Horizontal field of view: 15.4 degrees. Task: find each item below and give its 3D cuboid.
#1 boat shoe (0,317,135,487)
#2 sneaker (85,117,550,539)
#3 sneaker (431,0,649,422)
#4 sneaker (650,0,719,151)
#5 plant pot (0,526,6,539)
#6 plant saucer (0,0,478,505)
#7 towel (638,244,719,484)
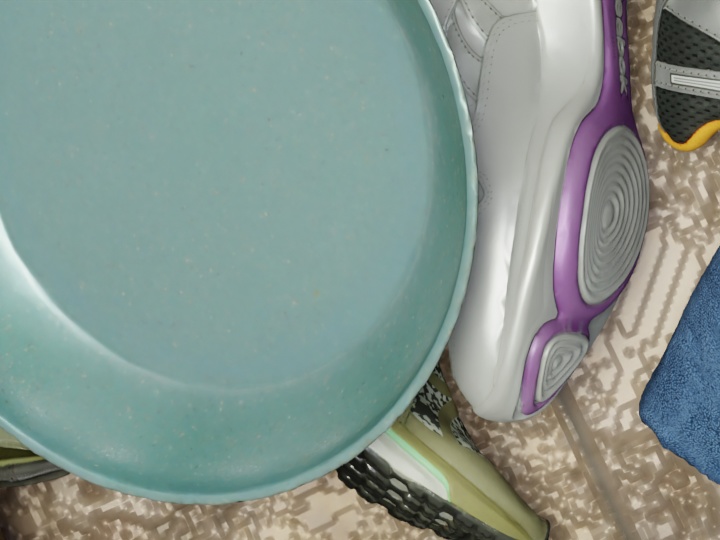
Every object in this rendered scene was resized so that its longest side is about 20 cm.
[{"bbox_3d":[-0.157,0.032,0.824,0.200,0.066,0.072,4,92,7],"label":"boat shoe"},{"bbox_3d":[0.000,0.000,0.807,0.089,0.077,0.200,-41,91,-10],"label":"sneaker"},{"bbox_3d":[0.034,-0.052,0.794,0.099,0.075,0.201,-3,74,23],"label":"sneaker"},{"bbox_3d":[0.179,-0.054,0.783,0.199,0.078,0.077,16,107,10],"label":"sneaker"},{"bbox_3d":[-0.191,0.118,0.760,0.174,0.200,0.201,-17,89,9],"label":"plant pot"},{"bbox_3d":[-0.052,-0.035,0.742,0.199,0.036,0.201,8,109,25],"label":"plant saucer"},{"bbox_3d":[0.165,-0.006,0.744,0.111,0.049,0.200,26,123,-1],"label":"towel"}]
